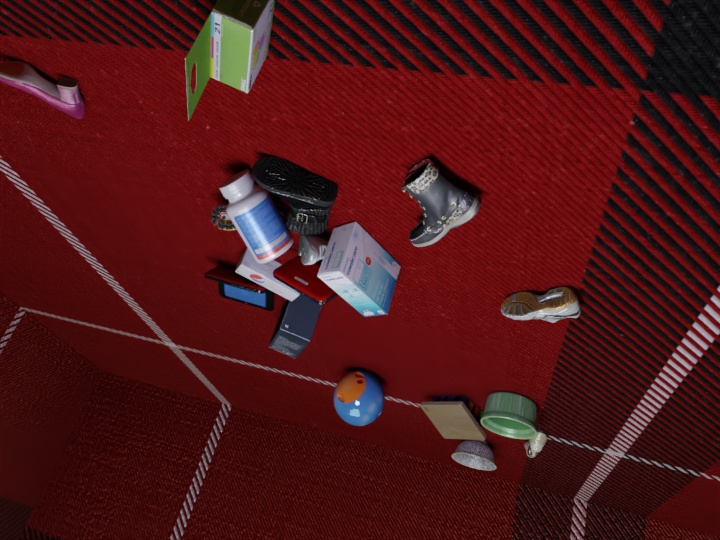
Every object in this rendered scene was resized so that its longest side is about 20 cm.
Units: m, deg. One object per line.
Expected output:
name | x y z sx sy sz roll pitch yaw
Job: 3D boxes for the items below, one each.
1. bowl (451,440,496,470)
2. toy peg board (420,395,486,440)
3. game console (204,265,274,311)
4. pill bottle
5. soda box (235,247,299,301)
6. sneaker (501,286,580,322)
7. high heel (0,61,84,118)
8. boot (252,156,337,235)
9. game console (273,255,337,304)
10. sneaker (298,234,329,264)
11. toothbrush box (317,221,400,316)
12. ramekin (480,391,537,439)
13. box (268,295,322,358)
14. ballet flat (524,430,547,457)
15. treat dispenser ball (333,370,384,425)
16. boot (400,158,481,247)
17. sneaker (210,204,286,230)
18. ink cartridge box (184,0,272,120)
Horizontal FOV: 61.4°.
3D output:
bowl | 0.498 0.782 2.618 0.195 0.096 0.202 15 151 9
toy peg board | 0.365 0.540 2.310 0.197 0.099 0.201 -12 123 43
game console | -0.374 0.070 1.887 0.194 0.122 0.172 14 -166 7
pill bottle | -0.250 -0.130 1.440 0.110 0.113 0.203 -8 120 40
soda box | -0.266 0.012 1.790 0.197 0.065 0.068 30 150 -17
sneaker | 0.444 0.100 1.491 0.196 0.077 0.087 -8 142 41
high heel | -0.718 -0.400 1.354 0.194 0.069 0.097 9 142 -9
boot | -0.160 -0.164 1.402 0.206 0.081 0.158 23 151 -7
game console | -0.111 0.048 1.629 0.197 0.171 0.121 26 134 34
sneaker | -0.112 -0.057 1.517 0.078 0.073 0.200 7 -170 -9
toothbrush box | 0.000 0.000 1.517 0.084 0.149 0.200 -10 139 41
ramekin | 0.524 0.503 2.116 0.195 0.100 0.202 15 152 8
box | -0.206 0.169 1.934 0.105 0.152 0.200 22 152 -9
ballet flat | 0.685 0.686 2.368 0.068 0.071 0.202 13 151 11
treat dispenser ball | -0.005 0.482 2.295 0.195 0.205 0.202 14 152 8
boot | 0.136 -0.140 1.271 0.152 0.075 0.202 34 142 -22
sneaker | -0.277 -0.135 1.548 0.194 0.080 0.082 10 -173 -1
ink cartridge box | -0.211 -0.349 0.984 0.074 0.204 0.148 20 153 -5
